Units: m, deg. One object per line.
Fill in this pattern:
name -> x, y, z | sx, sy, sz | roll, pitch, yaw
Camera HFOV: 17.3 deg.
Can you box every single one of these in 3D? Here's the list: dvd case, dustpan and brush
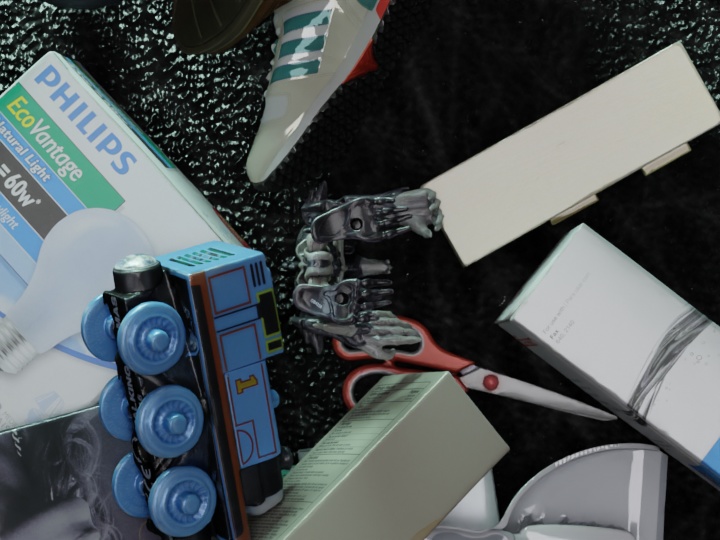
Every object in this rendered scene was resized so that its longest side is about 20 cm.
dvd case -> -0.157, 0.187, 1.534 | 0.148, 0.016, 0.201 | -15, 94, -24
dustpan and brush -> 0.117, 0.184, 1.604 | 0.199, 0.057, 0.140 | 4, 89, -10

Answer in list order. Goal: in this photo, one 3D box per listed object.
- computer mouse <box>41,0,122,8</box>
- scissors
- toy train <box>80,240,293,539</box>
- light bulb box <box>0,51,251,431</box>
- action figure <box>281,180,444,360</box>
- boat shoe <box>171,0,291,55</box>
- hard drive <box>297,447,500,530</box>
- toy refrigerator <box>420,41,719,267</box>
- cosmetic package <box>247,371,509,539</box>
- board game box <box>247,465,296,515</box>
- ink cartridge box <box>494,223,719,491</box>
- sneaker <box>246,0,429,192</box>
computer mouse -> -0.146, -0.221, 1.595 | 0.200, 0.138, 0.053 | -22, 84, 22
scissors -> 0.080, 0.068, 1.647 | 0.199, 0.014, 0.073 | 1, 88, 3
toy train -> -0.103, 0.080, 1.497 | 0.114, 0.087, 0.201 | -17, 105, -27
light bulb box -> -0.206, -0.009, 1.599 | 0.200, 0.125, 0.198 | -43, 90, 2
action figure -> 0.000, 0.000, 1.559 | 0.102, 0.200, 0.119 | 7, 90, -3
boat shoe -> -0.054, -0.205, 1.579 | 0.068, 0.200, 0.072 | -4, 65, -39
hard drive -> 0.036, 0.214, 1.641 | 0.132, 0.027, 0.201 | -9, 89, 1
toy refrigerator -> 0.144, -0.075, 1.616 | 0.200, 0.076, 0.070 | -30, 89, 0
cosmetic package -> -0.009, 0.158, 1.540 | 0.200, 0.103, 0.073 | -43, 103, -21
board game box -> -0.093, 0.239, 1.593 | 0.152, 0.045, 0.201 | -6, 92, -15
ink cartridge box -> 0.195, 0.062, 1.578 | 0.200, 0.146, 0.086 | 39, 89, 1
sneaker -> -0.033, -0.151, 1.634 | 0.093, 0.070, 0.200 | 34, 95, 22
